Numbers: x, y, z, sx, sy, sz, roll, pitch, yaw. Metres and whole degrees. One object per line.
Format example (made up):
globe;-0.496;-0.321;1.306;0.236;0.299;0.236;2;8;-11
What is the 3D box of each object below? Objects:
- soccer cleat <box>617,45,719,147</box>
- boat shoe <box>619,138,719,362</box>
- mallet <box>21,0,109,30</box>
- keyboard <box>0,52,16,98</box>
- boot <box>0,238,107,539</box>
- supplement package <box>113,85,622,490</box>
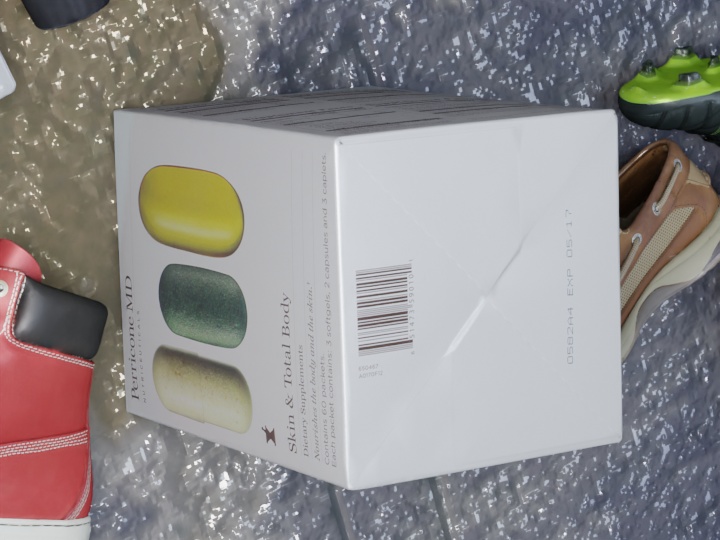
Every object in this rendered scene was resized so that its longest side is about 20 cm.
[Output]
soccer cleat;0.223;-0.083;1.380;0.200;0.067;0.081;-8;109;-34
boat shoe;0.114;0.004;1.318;0.200;0.076;0.072;-44;114;-31
mallet;-0.205;-0.118;1.109;0.200;0.041;0.066;-22;109;-25
keyboard;-0.243;-0.053;1.087;0.200;0.011;0.056;-31;125;-16
boot;-0.201;0.055;1.116;0.200;0.072;0.145;3;95;-42
supplement package;0.000;0.000;1.159;0.150;0.200;0.152;-7;101;-32
